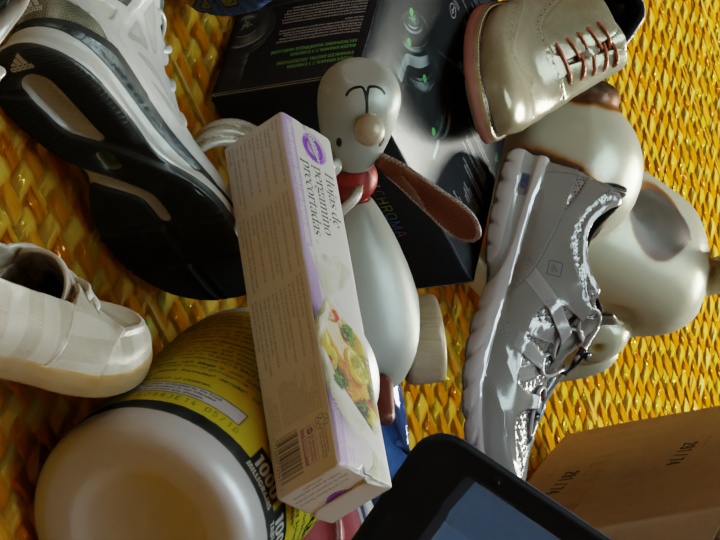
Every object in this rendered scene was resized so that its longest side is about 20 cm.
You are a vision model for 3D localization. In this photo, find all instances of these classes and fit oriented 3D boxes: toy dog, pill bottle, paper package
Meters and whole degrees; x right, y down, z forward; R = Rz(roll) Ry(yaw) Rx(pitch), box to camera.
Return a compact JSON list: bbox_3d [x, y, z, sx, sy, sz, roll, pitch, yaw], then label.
[{"bbox_3d":[0.000,0.000,1.424,0.096,0.132,0.200,-114,178,-55],"label":"toy dog"},{"bbox_3d":[0.136,-0.028,1.694,0.200,0.193,0.140,57,46,-54],"label":"toy dog"},{"bbox_3d":[-0.064,0.085,1.305,0.200,0.112,0.113,-44,123,-60],"label":"pill bottle"},{"bbox_3d":[0.193,0.171,1.745,0.200,0.190,0.104,-44,119,-61],"label":"paper package"}]

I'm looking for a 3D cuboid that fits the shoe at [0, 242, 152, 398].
[{"bbox_3d":[-0.146,0.017,1.187,0.200,0.070,0.053,9,108,-62],"label":"shoe"}]

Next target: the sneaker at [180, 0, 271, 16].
[{"bbox_3d":[-0.032,-0.216,1.396,0.075,0.200,0.088,34,34,-6],"label":"sneaker"}]

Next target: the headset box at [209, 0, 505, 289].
[{"bbox_3d":[0.008,-0.106,1.541,0.174,0.093,0.200,59,34,-42],"label":"headset box"}]

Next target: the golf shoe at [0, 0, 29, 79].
[{"bbox_3d":[-0.172,-0.138,1.171,0.077,0.088,0.200,51,37,-46],"label":"golf shoe"}]

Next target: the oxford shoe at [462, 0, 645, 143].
[{"bbox_3d":[0.111,-0.129,1.572,0.200,0.074,0.071,-53,133,-58],"label":"oxford shoe"}]

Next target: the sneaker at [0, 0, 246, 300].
[{"bbox_3d":[-0.097,-0.081,1.327,0.201,0.076,0.116,55,38,-41],"label":"sneaker"}]

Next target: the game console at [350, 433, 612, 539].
[{"bbox_3d":[0.060,0.210,1.285,0.171,0.200,0.118,-55,177,-37],"label":"game console"}]

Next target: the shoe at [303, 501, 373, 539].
[{"bbox_3d":[-0.038,0.184,1.381,0.091,0.071,0.201,41,52,-63],"label":"shoe"}]

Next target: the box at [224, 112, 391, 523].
[{"bbox_3d":[-0.026,0.020,1.269,0.039,0.041,0.200,29,39,-43],"label":"box"}]

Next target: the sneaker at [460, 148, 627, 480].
[{"bbox_3d":[0.103,0.034,1.534,0.075,0.082,0.201,43,57,-84],"label":"sneaker"}]

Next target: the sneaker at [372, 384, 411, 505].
[{"bbox_3d":[0.042,0.143,1.519,0.077,0.111,0.200,34,53,-59],"label":"sneaker"}]
